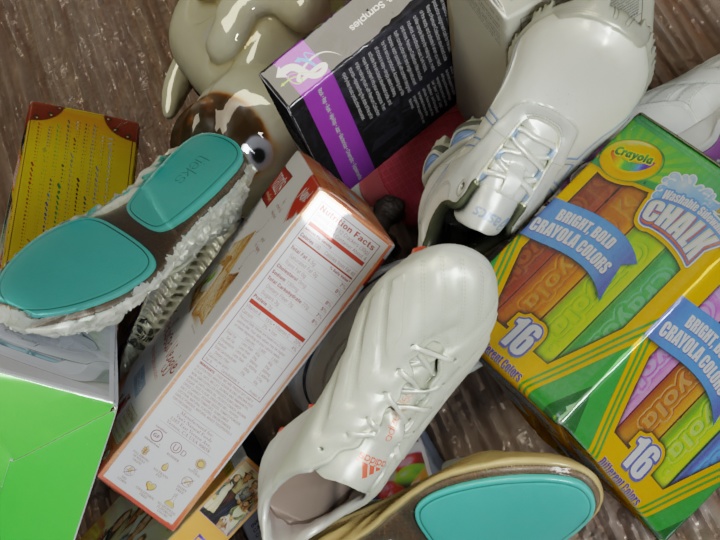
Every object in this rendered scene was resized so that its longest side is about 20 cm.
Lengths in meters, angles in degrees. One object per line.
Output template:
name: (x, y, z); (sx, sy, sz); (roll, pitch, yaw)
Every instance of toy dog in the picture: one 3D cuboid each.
toy dog: (-0.072, -0.129, 1.534); (0.193, 0.140, 0.201); (-25, 43, 22)

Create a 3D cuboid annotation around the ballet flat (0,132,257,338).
ballet flat: (-0.129, -0.006, 1.305); (0.071, 0.072, 0.200); (5, 33, 43)

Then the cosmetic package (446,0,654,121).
cosmetic package: (0.109, -0.140, 1.318); (0.103, 0.200, 0.073); (-30, 67, -10)

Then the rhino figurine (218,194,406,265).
rhino figurine: (0.000, 0.000, 1.407); (0.198, 0.060, 0.088); (7, 45, 25)

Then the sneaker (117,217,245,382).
sneaker: (-0.120, 0.044, 1.470); (0.100, 0.069, 0.201); (-58, 3, 42)

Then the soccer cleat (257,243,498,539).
soccer cleat: (0.009, 0.069, 1.173); (0.200, 0.069, 0.078); (-53, 18, 35)

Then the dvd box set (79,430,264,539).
dvd box set: (-0.133, 0.168, 1.350); (0.200, 0.029, 0.146); (-47, 16, 2)

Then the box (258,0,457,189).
box: (0.039, -0.139, 1.362); (0.199, 0.143, 0.036); (-38, 68, -5)

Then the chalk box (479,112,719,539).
chalk box: (0.167, 0.013, 1.209); (0.200, 0.124, 0.125); (-46, 39, -4)

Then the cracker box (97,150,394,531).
cracker box: (-0.069, 0.035, 1.295); (0.200, 0.058, 0.134); (-52, 12, 4)

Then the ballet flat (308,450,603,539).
ballet flat: (0.033, 0.130, 1.210); (0.199, 0.069, 0.063); (-24, 29, 18)

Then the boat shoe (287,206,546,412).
boat shoe: (0.051, 0.022, 1.302); (0.199, 0.074, 0.067); (-34, 23, -17)

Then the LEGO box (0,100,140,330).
LEGO box: (-0.198, 0.014, 1.486); (0.201, 0.076, 0.150); (-90, 15, -48)

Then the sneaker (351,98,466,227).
sneaker: (0.074, -0.107, 1.458); (0.087, 0.074, 0.201); (35, 84, 37)

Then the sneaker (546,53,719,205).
sneaker: (0.193, -0.077, 1.329); (0.199, 0.075, 0.100); (-15, 28, 31)

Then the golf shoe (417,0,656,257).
golf shoe: (0.090, -0.061, 1.226); (0.200, 0.078, 0.098); (-54, 11, 49)

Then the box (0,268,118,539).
box: (-0.205, 0.122, 1.300); (0.177, 0.096, 0.201); (-109, 37, -71)

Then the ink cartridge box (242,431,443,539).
ink cartridge box: (-0.002, 0.142, 1.306); (0.119, 0.042, 0.200); (-38, 37, 6)
